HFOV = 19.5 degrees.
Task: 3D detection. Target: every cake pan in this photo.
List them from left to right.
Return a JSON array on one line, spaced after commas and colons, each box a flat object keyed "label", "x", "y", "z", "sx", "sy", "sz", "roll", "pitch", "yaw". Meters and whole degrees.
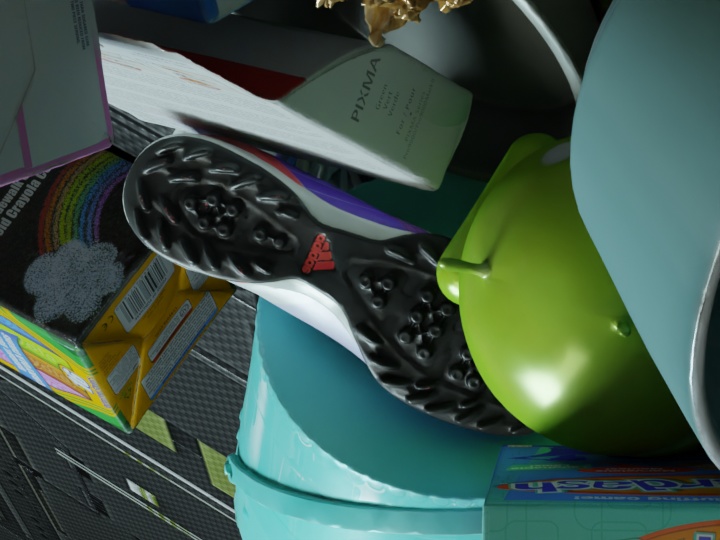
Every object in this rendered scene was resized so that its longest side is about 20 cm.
[{"label": "cake pan", "x": 0.016, "y": -0.111, "z": 0.850, "sx": 0.200, "sy": 0.037, "sz": 0.200, "roll": 31, "pitch": 160, "yaw": 12}]

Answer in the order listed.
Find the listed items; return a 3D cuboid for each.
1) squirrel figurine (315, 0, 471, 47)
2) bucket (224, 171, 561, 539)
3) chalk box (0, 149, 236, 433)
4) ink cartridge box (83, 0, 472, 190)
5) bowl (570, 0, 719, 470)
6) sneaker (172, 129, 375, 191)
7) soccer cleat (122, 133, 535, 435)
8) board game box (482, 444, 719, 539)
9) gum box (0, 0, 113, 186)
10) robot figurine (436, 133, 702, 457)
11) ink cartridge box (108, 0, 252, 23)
[{"label": "squirrel figurine", "x": 0.034, "y": -0.160, "z": 0.540, "sx": 0.186, "sy": 0.142, "sz": 0.200, "roll": 21, "pitch": 132, "yaw": -17}, {"label": "bucket", "x": 0.041, "y": 0.063, "z": 0.937, "sx": 0.207, "sy": 0.207, "sz": 0.135, "roll": 28, "pitch": 148, "yaw": 19}, {"label": "chalk box", "x": -0.201, "y": -0.012, "z": 1.309, "sx": 0.200, "sy": 0.125, "sz": 0.124, "roll": 28, "pitch": 159, "yaw": 24}, {"label": "ink cartridge box", "x": -0.072, "y": -0.088, "z": 0.798, "sx": 0.161, "sy": 0.050, "sz": 0.200, "roll": 16, "pitch": 174, "yaw": 31}, {"label": "bowl", "x": 0.141, "y": -0.045, "z": 0.617, "sx": 0.105, "sy": 0.201, "sz": 0.201, "roll": 44, "pitch": 170, "yaw": 40}, {"label": "sneaker", "x": -0.014, "y": -0.037, "z": 1.006, "sx": 0.146, "sy": 0.081, "sz": 0.200, "roll": 19, "pitch": 167, "yaw": -13}, {"label": "soccer cleat", "x": 0.000, "y": 0.000, "z": 0.862, "sx": 0.200, "sy": 0.068, "sz": 0.073, "roll": 27, "pitch": -167, "yaw": 4}, {"label": "board game box", "x": 0.120, "y": 0.089, "z": 0.714, "sx": 0.152, "sy": 0.045, "sz": 0.200, "roll": 0, "pitch": -179, "yaw": 5}, {"label": "gum box", "x": -0.156, "y": -0.130, "z": 0.673, "sx": 0.113, "sy": 0.066, "sz": 0.200, "roll": 4, "pitch": 109, "yaw": 34}, {"label": "robot figurine", "x": 0.115, "y": 0.008, "z": 0.766, "sx": 0.175, "sy": 0.116, "sz": 0.200, "roll": 18, "pitch": -168, "yaw": 36}, {"label": "ink cartridge box", "x": -0.112, "y": -0.183, "z": 0.768, "sx": 0.200, "sy": 0.084, "sz": 0.146, "roll": 16, "pitch": 134, "yaw": 42}]
